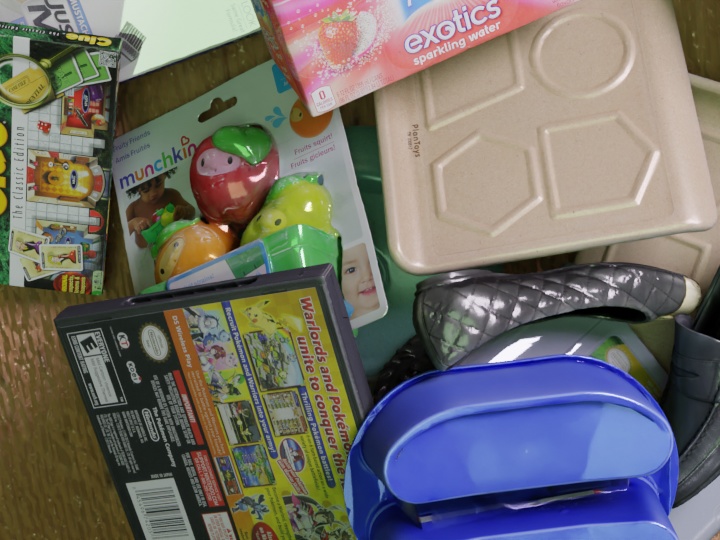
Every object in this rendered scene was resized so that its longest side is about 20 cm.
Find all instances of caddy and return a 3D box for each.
[{"bbox_3d":[0.091,0.125,0.742,0.200,0.105,0.142,-6,96,-3],"label":"caddy"}]

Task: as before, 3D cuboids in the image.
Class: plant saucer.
[{"bbox_3d":[0.000,0.000,0.902,0.200,0.036,0.200,1,103,5],"label":"plant saucer"}]

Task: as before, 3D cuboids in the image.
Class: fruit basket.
[{"bbox_3d":[-0.084,-0.032,0.844,0.185,0.094,0.200,-22,75,23],"label":"fruit basket"}]

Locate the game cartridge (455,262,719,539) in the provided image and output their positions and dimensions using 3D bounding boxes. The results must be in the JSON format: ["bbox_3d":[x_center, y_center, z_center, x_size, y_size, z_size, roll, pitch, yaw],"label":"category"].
[{"bbox_3d":[0.150,0.111,0.831,0.133,0.040,0.200,-39,92,-16],"label":"game cartridge"}]

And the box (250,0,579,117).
[{"bbox_3d":[0.032,-0.191,0.784,0.200,0.095,0.103,-24,127,-6],"label":"box"}]

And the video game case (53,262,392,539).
[{"bbox_3d":[-0.077,0.103,0.799,0.181,0.026,0.200,-9,110,19],"label":"video game case"}]

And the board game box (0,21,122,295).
[{"bbox_3d":[-0.220,-0.071,0.869,0.105,0.023,0.200,8,126,-5],"label":"board game box"}]

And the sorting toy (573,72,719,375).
[{"bbox_3d":[0.240,-0.015,0.843,0.185,0.036,0.200,23,104,28],"label":"sorting toy"}]

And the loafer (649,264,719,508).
[{"bbox_3d":[0.216,0.050,0.783,0.070,0.068,0.201,25,100,-21],"label":"loafer"}]

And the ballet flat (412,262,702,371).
[{"bbox_3d":[0.121,0.027,0.781,0.200,0.066,0.057,-4,76,-23],"label":"ballet flat"}]

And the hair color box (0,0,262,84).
[{"bbox_3d":[-0.164,-0.183,0.864,0.200,0.065,0.109,-19,100,8],"label":"hair color box"}]

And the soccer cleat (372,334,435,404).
[{"bbox_3d":[0.036,0.116,0.875,0.200,0.068,0.073,-54,137,-4],"label":"soccer cleat"}]

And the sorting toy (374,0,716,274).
[{"bbox_3d":[0.112,-0.093,0.824,0.200,0.036,0.185,-8,66,6],"label":"sorting toy"}]
